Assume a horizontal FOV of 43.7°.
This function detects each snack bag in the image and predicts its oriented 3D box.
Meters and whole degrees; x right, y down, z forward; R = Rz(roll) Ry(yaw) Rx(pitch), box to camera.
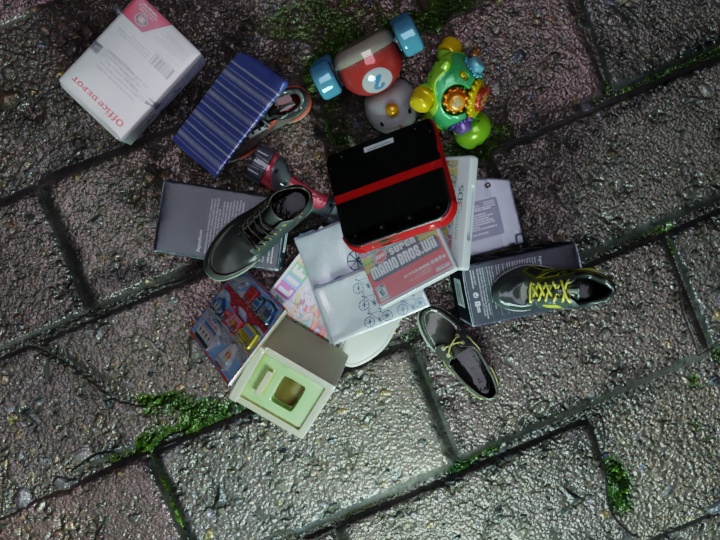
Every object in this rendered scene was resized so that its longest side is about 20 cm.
[{"bbox_3d":[0.000,0.000,1.503,0.187,0.021,0.202,-21,82,14],"label":"snack bag"}]

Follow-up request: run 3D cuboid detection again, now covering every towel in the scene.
[{"bbox_3d":[-0.219,-0.265,1.512,0.145,0.024,0.201,38,91,37],"label":"towel"}]

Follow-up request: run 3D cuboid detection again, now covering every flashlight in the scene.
[{"bbox_3d":[-0.098,-0.142,1.540,0.199,0.068,0.068,28,89,-2],"label":"flashlight"}]

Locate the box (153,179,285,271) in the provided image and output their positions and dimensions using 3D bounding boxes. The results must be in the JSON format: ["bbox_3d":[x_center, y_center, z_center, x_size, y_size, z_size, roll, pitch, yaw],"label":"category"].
[{"bbox_3d":[-0.218,-0.072,1.470,0.198,0.197,0.119,8,91,-3],"label":"box"}]

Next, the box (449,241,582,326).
[{"bbox_3d":[0.262,0.020,1.524,0.198,0.148,0.105,-11,93,-2],"label":"box"}]

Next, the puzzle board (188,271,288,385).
[{"bbox_3d":[-0.209,0.083,1.487,0.017,0.200,0.151,38,90,-36],"label":"puzzle board"}]

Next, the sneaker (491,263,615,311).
[{"bbox_3d":[0.306,0.025,1.412,0.198,0.085,0.075,-6,92,-4],"label":"sneaker"}]

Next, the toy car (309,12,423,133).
[{"bbox_3d":[0.042,-0.295,1.501,0.183,0.177,0.201,-26,106,9],"label":"toy car"}]

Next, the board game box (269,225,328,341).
[{"bbox_3d":[-0.079,0.042,1.563,0.134,0.034,0.201,38,90,-3],"label":"board game box"}]

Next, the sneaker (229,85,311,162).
[{"bbox_3d":[-0.175,-0.257,1.523,0.199,0.082,0.077,-35,93,-2],"label":"sneaker"}]

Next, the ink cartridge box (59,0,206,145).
[{"bbox_3d":[-0.380,-0.334,1.509,0.146,0.083,0.200,43,89,-4],"label":"ink cartridge box"}]

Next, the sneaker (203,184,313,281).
[{"bbox_3d":[-0.156,-0.061,1.322,0.200,0.106,0.075,-41,92,-2],"label":"sneaker"}]

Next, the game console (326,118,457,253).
[{"bbox_3d":[0.049,-0.135,1.459,0.198,0.031,0.179,-18,72,17],"label":"game console"}]

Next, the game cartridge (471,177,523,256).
[{"bbox_3d":[0.175,-0.088,1.572,0.198,0.041,0.134,-14,96,-3],"label":"game cartridge"}]

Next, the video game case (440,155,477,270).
[{"bbox_3d":[0.105,-0.095,1.500,0.023,0.199,0.184,7,87,-45],"label":"video game case"}]

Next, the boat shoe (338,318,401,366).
[{"bbox_3d":[0.028,0.077,1.555,0.075,0.062,0.201,32,95,-14],"label":"boat shoe"}]

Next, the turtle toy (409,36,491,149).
[{"bbox_3d":[0.164,-0.281,1.501,0.100,0.200,0.147,20,69,24],"label":"turtle toy"}]

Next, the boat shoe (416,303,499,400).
[{"bbox_3d":[0.174,0.142,1.567,0.072,0.061,0.202,-40,94,-1],"label":"boat shoe"}]

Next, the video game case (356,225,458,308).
[{"bbox_3d":[0.058,-0.058,1.464,0.142,0.017,0.201,-28,71,14],"label":"video game case"}]

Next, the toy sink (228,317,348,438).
[{"bbox_3d":[-0.143,0.164,1.500,0.199,0.112,0.131,31,118,-2],"label":"toy sink"}]
